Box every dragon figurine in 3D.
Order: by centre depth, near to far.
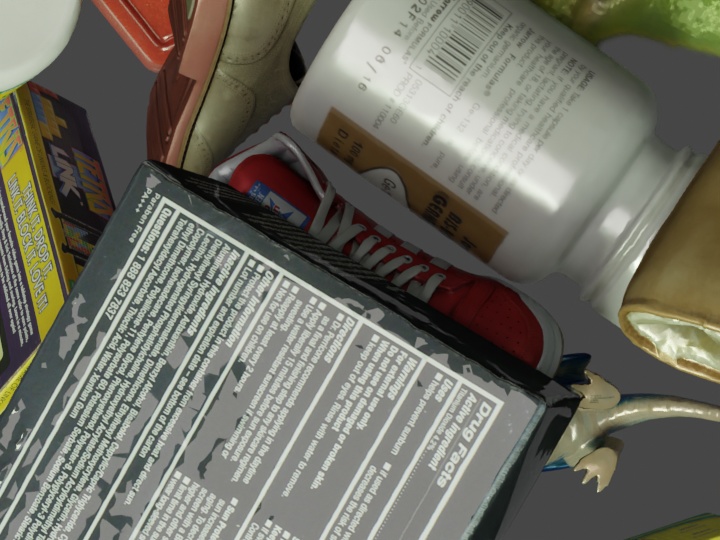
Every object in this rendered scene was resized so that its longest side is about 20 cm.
[{"bbox_3d":[0.094,0.076,1.013,0.199,0.099,0.059,-13,94,2],"label":"dragon figurine"}]

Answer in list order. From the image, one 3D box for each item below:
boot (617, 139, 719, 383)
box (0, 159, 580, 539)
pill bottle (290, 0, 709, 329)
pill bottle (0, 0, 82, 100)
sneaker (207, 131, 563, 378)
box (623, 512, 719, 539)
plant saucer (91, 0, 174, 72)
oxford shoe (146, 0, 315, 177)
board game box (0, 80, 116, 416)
[{"bbox_3d":[0.229,-0.028,0.883,0.175,0.066,0.200,16,61,26],"label":"boot"},{"bbox_3d":[-0.042,0.091,0.877,0.198,0.123,0.200,31,95,14],"label":"box"},{"bbox_3d":[0.077,-0.060,0.962,0.200,0.114,0.114,35,110,3],"label":"pill bottle"},{"bbox_3d":[-0.216,-0.127,1.013,0.200,0.113,0.113,-13,97,65],"label":"pill bottle"},{"bbox_3d":[0.000,0.000,0.962,0.200,0.112,0.071,24,78,46],"label":"sneaker"},{"bbox_3d":[0.106,0.200,0.975,0.048,0.200,0.118,3,105,64],"label":"box"},{"bbox_3d":[-0.077,-0.193,0.980,0.199,0.037,0.200,-23,126,22],"label":"plant saucer"},{"bbox_3d":[-0.064,-0.081,1.015,0.075,0.071,0.200,2,143,-16],"label":"oxford shoe"},{"bbox_3d":[-0.190,0.022,1.045,0.165,0.057,0.200,-46,39,21],"label":"board game box"}]
